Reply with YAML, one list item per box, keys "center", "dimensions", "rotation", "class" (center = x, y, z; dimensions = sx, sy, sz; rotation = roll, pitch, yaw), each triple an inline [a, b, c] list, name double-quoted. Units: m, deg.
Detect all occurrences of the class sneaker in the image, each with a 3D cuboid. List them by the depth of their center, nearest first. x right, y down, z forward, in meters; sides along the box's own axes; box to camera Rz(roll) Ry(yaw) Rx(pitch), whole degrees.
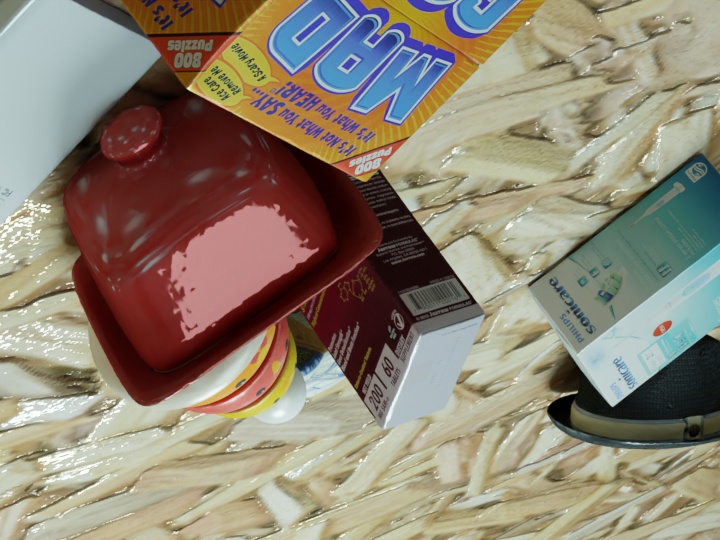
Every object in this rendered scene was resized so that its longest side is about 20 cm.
- center: [-0.055, 0.074, 1.847]
  dimensions: [0.199, 0.075, 0.088]
  rotation: [-16, 146, -32]
  class: "sneaker"

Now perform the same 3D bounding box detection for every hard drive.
- center: [-0.227, -0.093, 1.461]
  dimensions: [0.200, 0.027, 0.132]
  rotation: [-45, 150, 14]
  class: "hard drive"

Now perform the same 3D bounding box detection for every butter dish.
- center: [-0.118, -0.046, 1.527]
  dimensions: [0.199, 0.200, 0.148]
  rotation: [-36, 128, 0]
  class: "butter dish"

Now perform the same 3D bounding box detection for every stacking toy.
- center: [-0.091, 0.057, 1.692]
  dimensions: [0.146, 0.146, 0.200]
  rotation: [-40, 146, 6]
  class: "stacking toy"

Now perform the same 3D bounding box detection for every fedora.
- center: [0.275, 0.102, 2.215]
  dimensions: [0.200, 0.200, 0.092]
  rotation: [-11, 107, -39]
  class: "fedora"

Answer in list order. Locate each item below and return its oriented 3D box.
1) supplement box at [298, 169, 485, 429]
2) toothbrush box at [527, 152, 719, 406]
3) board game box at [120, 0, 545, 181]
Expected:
- center: [0.000, 0.000, 1.668]
  dimensions: [0.061, 0.200, 0.109]
  rotation: [-16, 145, -30]
  class: "supplement box"
- center: [0.265, 0.011, 2.101]
  dimensions: [0.199, 0.085, 0.146]
  rotation: [-36, 151, 1]
  class: "toothbrush box"
- center: [-0.028, -0.210, 1.330]
  dimensions: [0.200, 0.200, 0.200]
  rotation: [-44, 151, 13]
  class: "board game box"
